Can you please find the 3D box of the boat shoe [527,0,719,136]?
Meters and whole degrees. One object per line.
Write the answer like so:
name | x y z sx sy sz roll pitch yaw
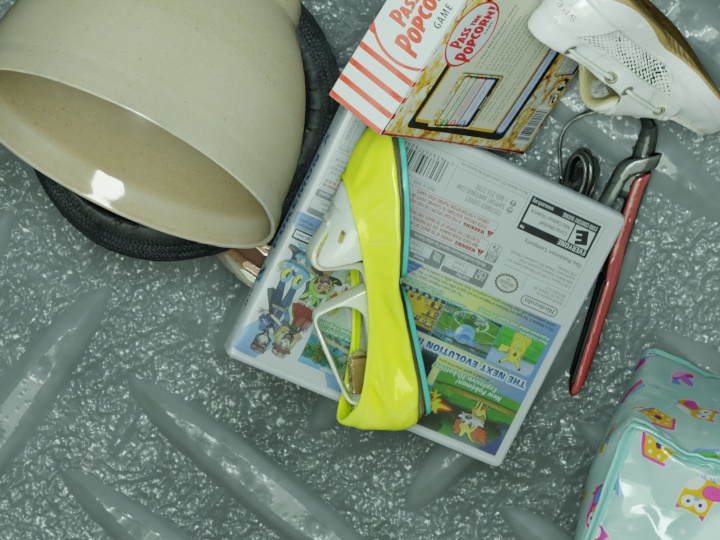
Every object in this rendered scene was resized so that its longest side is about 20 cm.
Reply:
boat shoe | 0.162 -0.126 1.578 0.069 0.071 0.200 -40 141 13

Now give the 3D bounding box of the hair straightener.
hair straightener | 0.137 -0.022 1.666 0.077 0.041 0.201 18 106 -2

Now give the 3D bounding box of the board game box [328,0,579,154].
board game box | 0.082 -0.148 1.554 0.046 0.200 0.152 39 106 23

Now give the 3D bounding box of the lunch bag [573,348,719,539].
lunch bag | 0.195 0.176 1.652 0.121 0.170 0.201 17 107 7

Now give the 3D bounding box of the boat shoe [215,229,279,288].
boat shoe | 0.000 0.000 1.669 0.199 0.076 0.072 22 106 -12

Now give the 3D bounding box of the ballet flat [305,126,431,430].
ballet flat | 0.002 0.007 1.570 0.067 0.067 0.201 -9 110 -8

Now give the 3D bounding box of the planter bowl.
planter bowl | -0.113 -0.119 1.497 0.200 0.200 0.135 27 73 -4

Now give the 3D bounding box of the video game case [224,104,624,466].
video game case | 0.041 0.007 1.624 0.199 0.022 0.183 23 100 -18

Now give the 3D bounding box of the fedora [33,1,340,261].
fedora | -0.111 -0.105 1.631 0.199 0.092 0.202 -1 103 -3
